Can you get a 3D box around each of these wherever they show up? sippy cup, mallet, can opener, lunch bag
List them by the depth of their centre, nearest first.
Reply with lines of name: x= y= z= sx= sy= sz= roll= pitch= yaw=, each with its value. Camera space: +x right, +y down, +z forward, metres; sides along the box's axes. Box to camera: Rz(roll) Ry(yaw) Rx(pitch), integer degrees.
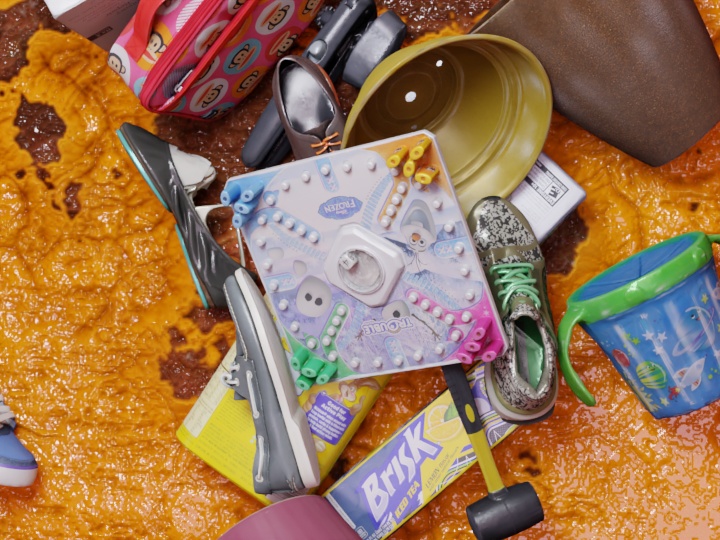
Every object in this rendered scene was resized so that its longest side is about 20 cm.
mallet: x=0.093 y=0.149 z=1.182 sx=0.066 sy=0.041 sz=0.200 roll=-29 pitch=107 yaw=-4
sippy cup: x=0.269 y=0.053 z=1.193 sx=0.178 sy=0.140 sz=0.131 roll=-27 pitch=94 yaw=25
lunch bag: x=-0.130 y=-0.230 z=1.221 sx=0.082 sy=0.176 sz=0.200 roll=48 pitch=110 yaw=19
can opener: x=-0.045 y=-0.176 z=1.277 sx=0.200 sy=0.063 sz=0.079 roll=-49 pitch=59 yaw=5

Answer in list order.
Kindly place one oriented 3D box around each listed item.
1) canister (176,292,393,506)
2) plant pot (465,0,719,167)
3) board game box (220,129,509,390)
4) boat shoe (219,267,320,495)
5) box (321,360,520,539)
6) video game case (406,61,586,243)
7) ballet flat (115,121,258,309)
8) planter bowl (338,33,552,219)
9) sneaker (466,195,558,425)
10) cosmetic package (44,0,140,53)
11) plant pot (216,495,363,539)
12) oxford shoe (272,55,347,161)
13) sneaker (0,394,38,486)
canister: x=-0.060 y=0.106 z=1.256 sx=0.148 sy=0.087 sz=0.200 roll=34 pitch=94 yaw=9
plant pot: x=0.226 y=-0.194 z=1.197 sx=0.187 sy=0.187 sz=0.200 roll=-42 pitch=97 yaw=4
board game box: x=0.000 y=0.000 z=1.126 sx=0.200 sy=0.026 sz=0.200 roll=-11 pitch=110 yaw=28
boat shoe: x=-0.091 y=0.099 z=1.183 sx=0.062 sy=0.073 sz=0.200 roll=-18 pitch=91 yaw=6
box: x=0.063 y=0.166 z=1.245 sx=0.200 sy=0.064 sz=0.070 roll=-41 pitch=82 yaw=5
video game case: x=0.073 y=-0.072 z=1.257 sx=0.181 sy=0.045 sz=0.200 roll=-45 pitch=82 yaw=2
ballet flat: x=-0.158 y=-0.061 z=1.293 sx=0.068 sy=0.068 sz=0.200 roll=-27 pitch=94 yaw=-4
planter bowl: x=0.058 y=-0.131 z=1.169 sx=0.200 sy=0.200 sz=0.084 roll=-38 pitch=45 yaw=5
sneaker: x=0.137 y=0.028 z=1.161 sx=0.077 sy=0.089 sz=0.201 roll=-10 pitch=80 yaw=-8
cosmetic package: x=-0.220 y=-0.260 z=1.240 sx=0.102 sy=0.200 sz=0.074 roll=-29 pitch=83 yaw=7
plant pot: x=-0.043 y=0.301 z=1.166 sx=0.200 sy=0.200 sz=0.179 roll=-35 pitch=62 yaw=5
oxford shoe: x=-0.028 y=-0.098 z=1.207 sx=0.071 sy=0.073 sz=0.200 roll=-29 pitch=83 yaw=5
sneaker: x=-0.373 y=0.102 z=1.303 sx=0.200 sy=0.081 sz=0.147 roll=27 pitch=95 yaw=14
